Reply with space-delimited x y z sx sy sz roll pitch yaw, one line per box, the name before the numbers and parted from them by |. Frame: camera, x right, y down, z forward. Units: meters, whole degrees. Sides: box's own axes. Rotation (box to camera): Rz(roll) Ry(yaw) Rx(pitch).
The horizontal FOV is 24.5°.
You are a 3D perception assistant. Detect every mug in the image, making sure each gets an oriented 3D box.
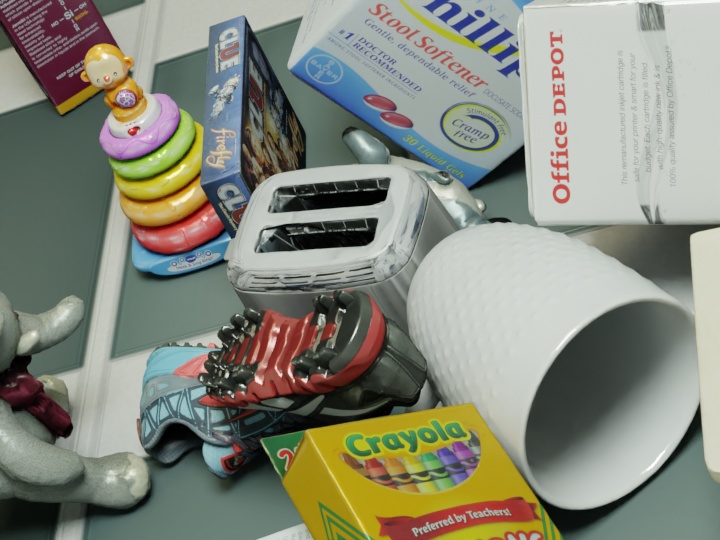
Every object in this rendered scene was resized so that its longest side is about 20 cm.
mug | 0.098 0.068 1.077 0.201 0.147 0.175 -55 40 3

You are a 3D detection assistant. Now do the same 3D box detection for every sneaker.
sneaker | -0.075 0.107 1.191 0.199 0.079 0.096 -5 60 33
sneaker | -0.030 0.067 1.089 0.200 0.098 0.071 -14 50 53

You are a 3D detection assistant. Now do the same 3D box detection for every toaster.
toaster | 0.000 0.000 1.191 0.198 0.129 0.114 -2 54 30

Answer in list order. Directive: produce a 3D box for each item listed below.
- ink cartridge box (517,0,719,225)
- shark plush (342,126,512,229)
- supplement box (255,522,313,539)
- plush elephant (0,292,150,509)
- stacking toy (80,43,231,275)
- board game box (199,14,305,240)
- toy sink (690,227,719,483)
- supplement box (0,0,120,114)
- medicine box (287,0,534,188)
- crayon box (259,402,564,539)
ink cartridge box | 0.211 -0.109 1.080 0.198 0.148 0.083 1 16 20
shark plush | 0.051 -0.032 1.284 0.199 0.091 0.084 25 82 20
supplement box | -0.046 0.230 1.013 0.199 0.102 0.104 -22 41 8
plush elephant | -0.259 0.076 1.196 0.199 0.156 0.165 -2 24 -32
stacking toy | -0.168 -0.103 1.344 0.115 0.201 0.110 -16 42 12
board game box | -0.083 -0.092 1.336 0.034 0.136 0.201 -16 43 13
toy sink | 0.275 0.070 0.990 0.129 0.112 0.201 -13 40 18
supplement box | -0.314 -0.266 1.591 0.085 0.201 0.110 -34 40 -8
medicine box | 0.077 -0.188 1.251 0.200 0.181 0.103 -38 27 45
crayon box | 0.040 0.148 0.951 0.126 0.051 0.201 -7 47 -35
